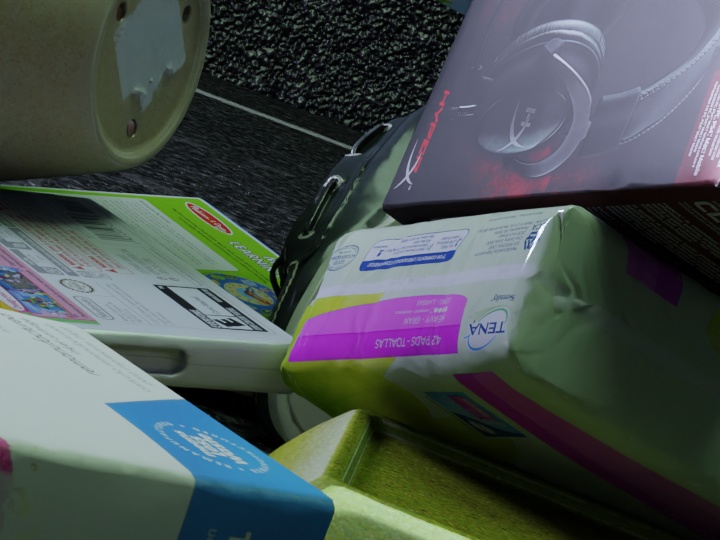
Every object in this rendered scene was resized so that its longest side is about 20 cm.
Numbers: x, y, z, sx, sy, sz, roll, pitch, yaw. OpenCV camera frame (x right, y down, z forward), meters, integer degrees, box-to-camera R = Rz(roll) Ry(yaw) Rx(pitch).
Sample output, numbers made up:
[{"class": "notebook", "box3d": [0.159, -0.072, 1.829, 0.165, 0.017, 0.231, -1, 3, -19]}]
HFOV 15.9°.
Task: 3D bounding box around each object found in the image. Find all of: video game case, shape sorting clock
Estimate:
[{"class": "video game case", "box3d": [-0.143, 0.000, 0.935, 0.182, 0.022, 0.200, 6, 14, -31]}, {"class": "shape sorting clock", "box3d": [-0.084, 0.010, 1.097, 0.200, 0.039, 0.200, 16, 17, -5]}]

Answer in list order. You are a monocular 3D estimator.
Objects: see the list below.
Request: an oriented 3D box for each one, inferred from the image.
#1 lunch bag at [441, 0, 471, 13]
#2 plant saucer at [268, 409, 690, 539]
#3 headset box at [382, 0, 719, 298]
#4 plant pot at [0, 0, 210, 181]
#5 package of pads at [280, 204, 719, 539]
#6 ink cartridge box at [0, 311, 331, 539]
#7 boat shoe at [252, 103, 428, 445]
[{"class": "lunch bag", "box3d": [0.150, -0.139, 1.193, 0.170, 0.128, 0.200, 23, 8, 42]}, {"class": "plant saucer", "box3d": [0.051, 0.098, 0.781, 0.200, 0.048, 0.200, 22, 6, 2]}, {"class": "headset box", "box3d": [0.115, -0.070, 0.840, 0.077, 0.149, 0.200, 32, -17, -27]}, {"class": "plant pot", "box3d": [-0.169, -0.111, 1.039, 0.200, 0.188, 0.187, 16, 4, 22]}, {"class": "package of pads", "box3d": [0.088, 0.053, 0.878, 0.200, 0.068, 0.154, 32, -19, -25]}, {"class": "ink cartridge box", "box3d": [-0.121, 0.041, 0.525, 0.200, 0.067, 0.116, 16, 9, -41]}, {"class": "boat shoe", "box3d": [-0.001, -0.002, 1.043, 0.066, 0.199, 0.075, -5, -46, 40]}]
